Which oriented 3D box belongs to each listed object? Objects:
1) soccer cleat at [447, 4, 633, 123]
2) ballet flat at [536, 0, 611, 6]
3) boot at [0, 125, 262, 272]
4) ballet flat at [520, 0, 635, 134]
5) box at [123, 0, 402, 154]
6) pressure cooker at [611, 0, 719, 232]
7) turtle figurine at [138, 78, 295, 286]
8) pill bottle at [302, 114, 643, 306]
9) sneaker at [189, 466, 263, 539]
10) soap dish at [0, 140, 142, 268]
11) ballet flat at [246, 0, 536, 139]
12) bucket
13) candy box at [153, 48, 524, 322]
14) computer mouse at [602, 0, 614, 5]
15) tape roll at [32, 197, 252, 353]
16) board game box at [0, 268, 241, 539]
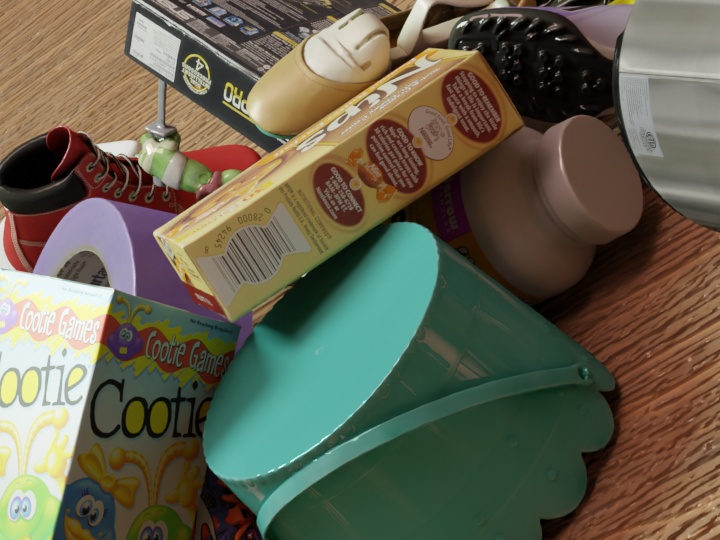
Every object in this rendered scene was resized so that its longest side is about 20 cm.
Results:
[{"bbox_3d":[0.152,-0.127,1.671,0.199,0.068,0.073,5,29,13],"label":"soccer cleat"},{"bbox_3d":[0.110,-0.137,1.844,0.200,0.068,0.068,-38,34,20],"label":"ballet flat"},{"bbox_3d":[-0.158,-0.065,2.013,0.199,0.144,0.073,-20,60,-13],"label":"boot"},{"bbox_3d":[0.128,-0.114,1.726,0.200,0.067,0.067,-28,36,-22],"label":"ballet flat"},{"bbox_3d":[-0.025,-0.128,1.806,0.200,0.049,0.161,34,38,30],"label":"box"},{"bbox_3d":[0.240,-0.091,1.430,0.179,0.176,0.200,-55,22,-9],"label":"pressure cooker"},{"bbox_3d":[-0.092,-0.064,1.960,0.194,0.200,0.144,-35,-2,36],"label":"turtle figurine"},{"bbox_3d":[0.067,-0.020,1.686,0.200,0.104,0.104,-27,31,37],"label":"pill bottle"},{"bbox_3d":[-0.075,0.161,1.646,0.078,0.075,0.201,-14,69,29],"label":"sneaker"},{"bbox_3d":[-0.220,-0.001,2.147,0.157,0.081,0.200,-3,49,57],"label":"soap dish"},{"bbox_3d":[0.020,-0.137,1.717,0.200,0.063,0.069,-21,52,-28],"label":"ballet flat"},{"bbox_3d":[0.021,0.083,1.566,0.207,0.135,0.207,-38,26,22],"label":"bucket"},{"bbox_3d":[-0.015,-0.051,1.623,0.200,0.055,0.115,-33,12,-8],"label":"candy box"},{"bbox_3d":[0.134,-0.143,1.791,0.200,0.059,0.034,-60,17,-2],"label":"computer mouse"},{"bbox_3d":[-0.151,0.058,1.844,0.200,0.085,0.201,-36,48,53],"label":"tape roll"},{"bbox_3d":[-0.157,0.111,1.607,0.103,0.105,0.201,9,84,44],"label":"board game box"}]
